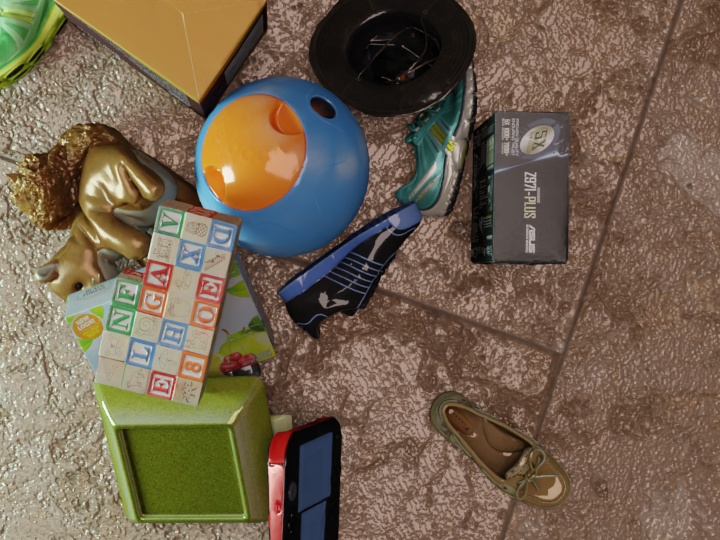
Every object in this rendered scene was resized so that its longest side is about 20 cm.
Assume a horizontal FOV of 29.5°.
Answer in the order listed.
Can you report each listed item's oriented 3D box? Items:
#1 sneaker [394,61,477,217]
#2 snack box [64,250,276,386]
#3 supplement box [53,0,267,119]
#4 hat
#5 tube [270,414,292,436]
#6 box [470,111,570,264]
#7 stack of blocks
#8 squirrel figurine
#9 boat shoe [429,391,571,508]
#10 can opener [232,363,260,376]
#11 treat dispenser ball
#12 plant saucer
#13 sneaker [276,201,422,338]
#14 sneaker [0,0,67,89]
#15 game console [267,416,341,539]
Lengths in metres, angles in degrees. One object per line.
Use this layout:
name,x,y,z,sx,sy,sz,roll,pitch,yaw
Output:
sneaker,0.093,-0.166,1.622,0.079,0.078,0.202,15,89,5
snack box,-0.211,0.062,1.537,0.198,0.053,0.143,-20,120,4
supplement box,-0.220,-0.288,1.535,0.196,0.200,0.133,35,88,-3
hat,0.044,-0.245,1.601,0.198,0.081,0.203,-6,63,12
tube,-0.171,0.195,1.587,0.198,0.058,0.052,2,67,15
box,0.180,-0.089,1.562,0.085,0.200,0.166,1,89,-2
stack of blocks,-0.203,0.030,1.453,0.114,0.059,0.202,14,100,-2
squirrel figurine,-0.311,-0.062,1.581,0.199,0.141,0.187,39,98,11
boat shoe,0.168,0.219,1.630,0.199,0.063,0.074,33,87,-4
can opener,-0.152,0.118,1.614,0.066,0.053,0.202,-16,90,-4
treat dispenser ball,-0.088,-0.117,1.545,0.198,0.201,0.204,0,90,-4
plant saucer,-0.196,0.217,1.549,0.197,0.048,0.202,-2,121,9
sneaker,0.000,0.000,1.616,0.199,0.070,0.078,-35,97,8
sneaker,-0.393,-0.293,1.591,0.083,0.074,0.201,34,79,-6
game console,-0.059,0.262,1.552,0.031,0.200,0.179,-2,90,17
